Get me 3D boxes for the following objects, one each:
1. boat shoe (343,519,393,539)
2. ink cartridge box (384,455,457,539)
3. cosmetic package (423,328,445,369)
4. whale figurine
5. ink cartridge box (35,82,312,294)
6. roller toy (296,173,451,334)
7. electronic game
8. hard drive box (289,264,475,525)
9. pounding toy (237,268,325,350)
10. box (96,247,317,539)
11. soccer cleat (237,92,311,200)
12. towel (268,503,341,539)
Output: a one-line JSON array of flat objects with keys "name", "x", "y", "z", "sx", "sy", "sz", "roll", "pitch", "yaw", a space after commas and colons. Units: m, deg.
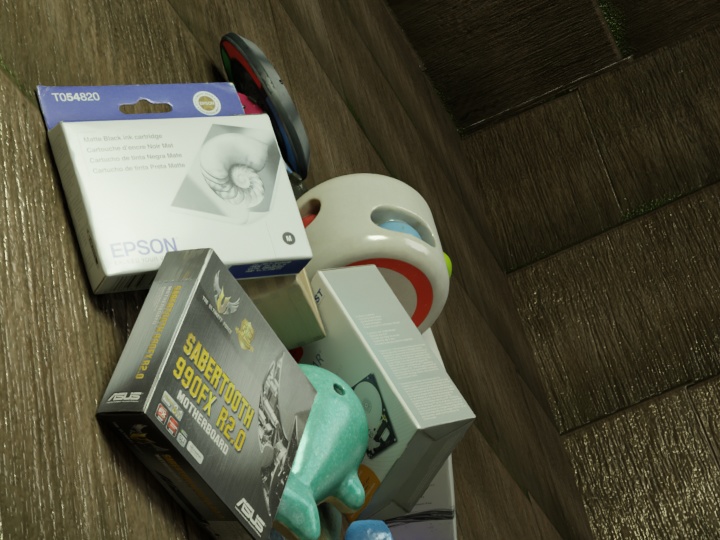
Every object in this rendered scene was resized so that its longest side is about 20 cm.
[{"name": "boat shoe", "x": 0.014, "y": 0.330, "z": 1.462, "sx": 0.069, "sy": 0.084, "sz": 0.201, "roll": 91, "pitch": 7, "yaw": -55}, {"name": "ink cartridge box", "x": 0.061, "y": 0.224, "z": 1.777, "sx": 0.146, "sy": 0.084, "sz": 0.201, "roll": -92, "pitch": 177, "yaw": -52}, {"name": "cosmetic package", "x": 0.024, "y": 0.087, "z": 1.928, "sx": 0.107, "sy": 0.085, "sz": 0.201, "roll": 3, "pitch": 50, "yaw": -32}, {"name": "whale figurine", "x": -0.052, "y": 0.158, "z": 1.427, "sx": 0.159, "sy": 0.104, "sz": 0.200, "roll": 37, "pitch": 21, "yaw": -12}, {"name": "ink cartridge box", "x": -0.156, "y": -0.083, "z": 1.347, "sx": 0.199, "sy": 0.041, "sz": 0.201, "roll": -7, "pitch": 66, "yaw": -33}, {"name": "roller toy", "x": 0.000, "y": 0.000, "z": 1.762, "sx": 0.140, "sy": 0.199, "sz": 0.183, "roll": -103, "pitch": 176, "yaw": -46}, {"name": "electronic game", "x": -0.118, "y": -0.198, "z": 1.945, "sx": 0.200, "sy": 0.041, "sz": 0.200, "roll": 58, "pitch": -11, "yaw": 19}, {"name": "hard drive box", "x": 0.003, "y": 0.120, "z": 1.553, "sx": 0.077, "sy": 0.156, "sz": 0.200, "roll": -6, "pitch": 49, "yaw": -38}, {"name": "pounding toy", "x": -0.137, "y": -0.028, "z": 1.464, "sx": 0.200, "sy": 0.142, "sz": 0.185, "roll": 68, "pitch": 3, "yaw": -68}, {"name": "box", "x": -0.116, "y": 0.106, "z": 1.278, "sx": 0.200, "sy": 0.048, "sz": 0.159, "roll": 58, "pitch": 40, "yaw": -41}, {"name": "soccer cleat", "x": -0.122, "y": -0.116, "z": 1.864, "sx": 0.200, "sy": 0.070, "sz": 0.086, "roll": 59, "pitch": -31, "yaw": 25}, {"name": "towel", "x": -0.062, "y": 0.238, "z": 1.506, "sx": 0.147, "sy": 0.022, "sz": 0.200, "roll": 61, "pitch": 14, "yaw": -21}]
